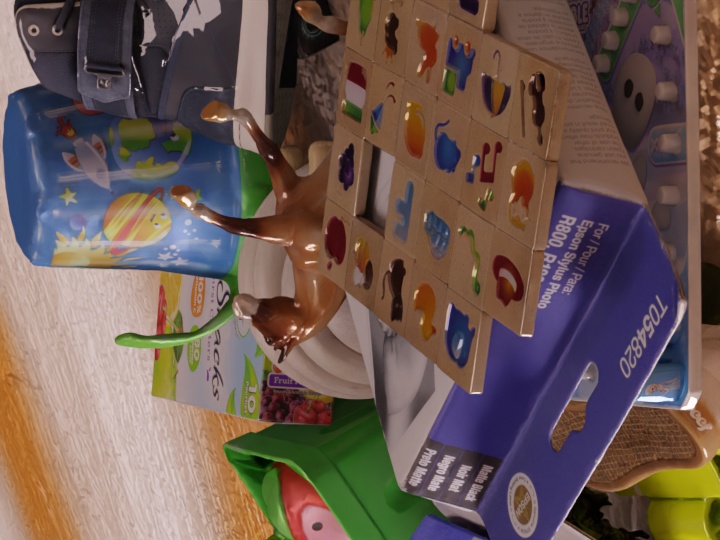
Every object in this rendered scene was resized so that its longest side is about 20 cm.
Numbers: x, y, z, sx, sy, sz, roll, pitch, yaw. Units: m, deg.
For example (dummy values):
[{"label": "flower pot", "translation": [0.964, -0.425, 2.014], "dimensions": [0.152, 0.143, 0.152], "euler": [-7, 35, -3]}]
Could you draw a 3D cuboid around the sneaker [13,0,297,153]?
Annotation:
[{"label": "sneaker", "translation": [-0.101, -0.157, 1.212], "dimensions": [0.145, 0.077, 0.203], "euler": [15, 127, 9]}]

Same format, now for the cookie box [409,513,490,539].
[{"label": "cookie box", "translation": [0.118, 0.221, 1.218], "dimensions": [0.200, 0.075, 0.171], "euler": [42, 169, -25]}]

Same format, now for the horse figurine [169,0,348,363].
[{"label": "horse figurine", "translation": [-0.004, -0.060, 1.109], "dimensions": [0.132, 0.200, 0.050], "euler": [42, 176, -40]}]

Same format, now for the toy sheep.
[{"label": "toy sheep", "translation": [0.000, 0.000, 1.235], "dimensions": [0.138, 0.137, 0.200], "euler": [62, 174, -5]}]

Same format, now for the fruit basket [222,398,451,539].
[{"label": "fruit basket", "translation": [-0.018, 0.189, 1.406], "dimensions": [0.217, 0.215, 0.155], "euler": [64, 160, -11]}]

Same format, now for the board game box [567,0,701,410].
[{"label": "board game box", "translation": [0.078, -0.047, 0.991], "dimensions": [0.200, 0.026, 0.201], "euler": [179, 90, -69]}]

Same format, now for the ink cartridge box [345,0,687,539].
[{"label": "ink cartridge box", "translation": [0.050, -0.003, 0.973], "dimensions": [0.200, 0.040, 0.201], "euler": [113, 148, -45]}]

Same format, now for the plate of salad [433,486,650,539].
[{"label": "plate of salad", "translation": [0.107, 0.133, 1.205], "dimensions": [0.199, 0.048, 0.200], "euler": [33, 171, 6]}]

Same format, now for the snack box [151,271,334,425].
[{"label": "snack box", "translation": [-0.069, 0.013, 1.443], "dimensions": [0.200, 0.053, 0.143], "euler": [-176, 89, -67]}]

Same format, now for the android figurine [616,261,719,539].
[{"label": "android figurine", "translation": [0.124, 0.046, 1.123], "dimensions": [0.183, 0.041, 0.200], "euler": [63, 159, -7]}]

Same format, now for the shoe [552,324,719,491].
[{"label": "shoe", "translation": [0.113, 0.055, 1.049], "dimensions": [0.070, 0.053, 0.200], "euler": [44, 162, -12]}]

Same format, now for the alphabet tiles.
[{"label": "alphabet tiles", "translation": [0.030, -0.052, 0.958], "dimensions": [0.200, 0.008, 0.168], "euler": [-142, 57, -62]}]

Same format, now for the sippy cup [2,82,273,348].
[{"label": "sippy cup", "translation": [-0.126, -0.056, 1.330], "dimensions": [0.140, 0.130, 0.178], "euler": [102, 154, -46]}]

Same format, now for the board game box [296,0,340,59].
[{"label": "board game box", "translation": [-0.081, -0.217, 1.279], "dimensions": [0.135, 0.028, 0.201], "euler": [30, 144, 57]}]
